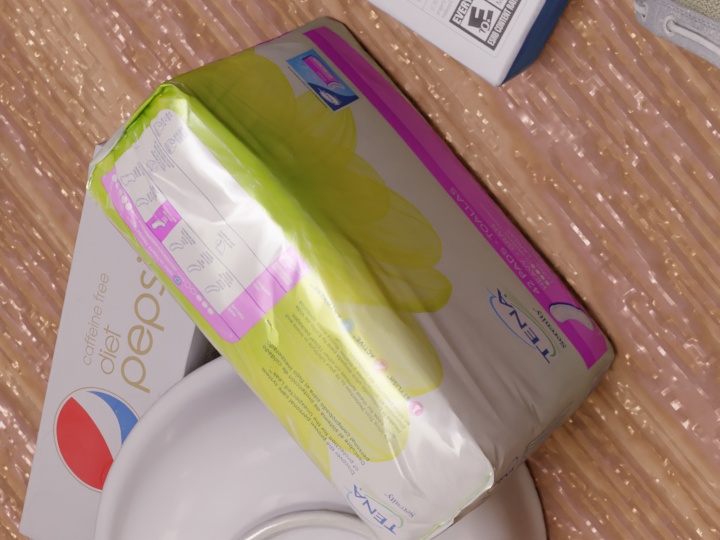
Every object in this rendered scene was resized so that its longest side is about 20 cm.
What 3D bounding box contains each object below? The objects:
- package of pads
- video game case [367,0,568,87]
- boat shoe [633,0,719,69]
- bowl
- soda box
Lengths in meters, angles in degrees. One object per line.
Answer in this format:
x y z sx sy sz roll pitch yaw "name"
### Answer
0.000 0.000 0.856 0.200 0.154 0.068 49 120 4 "package of pads"
0.032 -0.205 0.838 0.181 0.045 0.201 35 118 12 "video game case"
0.175 -0.069 0.772 0.202 0.074 0.065 44 130 34 "boat shoe"
-0.017 0.135 0.901 0.200 0.090 0.202 0 102 0 "bowl"
-0.094 0.038 0.969 0.068 0.064 0.201 23 115 18 "soda box"
